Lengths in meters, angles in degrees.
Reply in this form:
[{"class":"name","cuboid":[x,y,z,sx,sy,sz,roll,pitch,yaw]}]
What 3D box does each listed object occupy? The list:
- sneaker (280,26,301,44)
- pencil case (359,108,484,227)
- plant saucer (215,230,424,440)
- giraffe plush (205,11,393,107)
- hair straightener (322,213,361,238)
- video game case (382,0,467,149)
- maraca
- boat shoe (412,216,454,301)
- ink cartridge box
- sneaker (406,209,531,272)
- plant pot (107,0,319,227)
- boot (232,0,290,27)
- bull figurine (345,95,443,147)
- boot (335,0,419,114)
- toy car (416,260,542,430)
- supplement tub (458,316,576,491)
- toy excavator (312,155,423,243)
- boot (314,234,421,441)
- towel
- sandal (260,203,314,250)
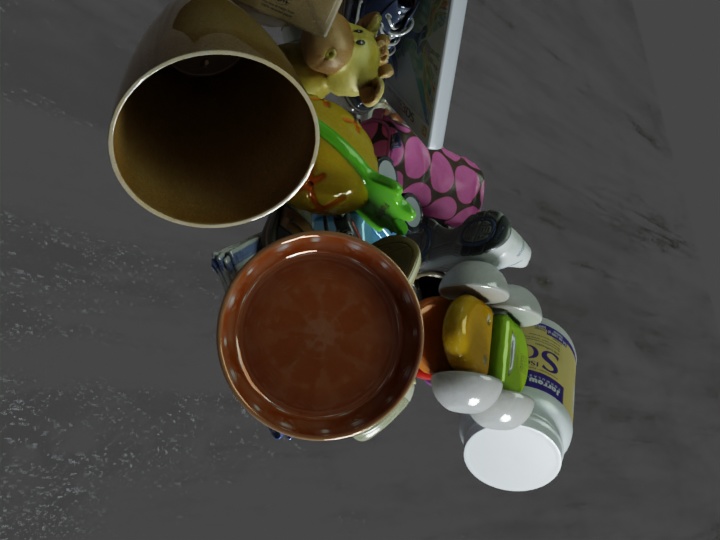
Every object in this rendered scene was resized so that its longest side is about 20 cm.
[{"class":"sneaker","cuboid":[-0.031,-0.271,1.708,0.200,0.074,0.089,18,64,-45]},{"class":"pencil case","cuboid":[0.069,-0.121,1.694,0.200,0.091,0.094,23,74,-48]},{"class":"plant saucer","cuboid":[-0.039,0.062,1.347,0.032,0.200,0.200,179,-109,-80]},{"class":"giraffe plush","cuboid":[-0.052,-0.215,1.508,0.200,0.162,0.173,2,71,-64]},{"class":"hair straightener","cuboid":[0.006,0.000,1.492,0.077,0.041,0.200,-71,143,-68]},{"class":"video game case","cuboid":[0.066,-0.266,1.597,0.182,0.022,0.200,-124,-144,-53]},{"class":"maraca","cuboid":[-0.030,-0.104,1.402,0.200,0.107,0.137,36,-17,4]},{"class":"boat shoe","cuboid":[0.102,-0.001,1.796,0.073,0.074,0.200,11,63,-63]},{"class":"ink cartridge box","cuboid":[-0.107,-0.322,1.409,0.200,0.075,0.165,22,24,-8]},{"class":"sneaker","cuboid":[0.118,-0.019,1.701,0.087,0.200,0.075,36,65,-38]},{"class":"plant pot","cuboid":[-0.141,-0.172,1.310,0.186,0.186,0.200,53,16,-36]},{"class":"boot","cuboid":[-0.065,-0.349,1.594,0.201,0.071,0.144,2,91,-39]},{"class":"bull figurine","cuboid":[0.035,-0.161,1.754,0.121,0.065,0.200,-50,134,-24]},{"class":"boot","cuboid":[0.019,-0.271,1.575,0.073,0.090,0.200,-11,110,-37]},{"class":"toy car","cuboid":[0.122,0.093,1.670,0.200,0.150,0.175,30,61,-52]},{"class":"supplement tub","cuboid":[0.203,0.169,1.807,0.145,0.145,0.200,56,28,-31]},{"class":"toy excavator","cuboid":[0.000,0.000,1.585,0.194,0.100,0.200,51,46,-39]},{"class":"boot","cuboid":[0.018,0.073,1.449,0.200,0.072,0.155,-59,147,-8]},{"class":"towel","cuboid":[-0.087,0.060,1.424,0.200,0.024,0.147,71,22,-7]},{"class":"sandal","cuboid":[-0.060,-0.032,1.447,0.082,0.055,0.200,55,28,-39]}]
